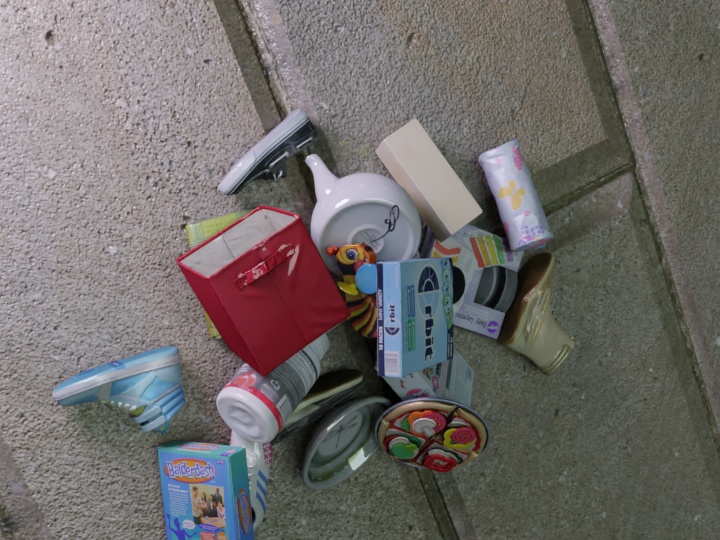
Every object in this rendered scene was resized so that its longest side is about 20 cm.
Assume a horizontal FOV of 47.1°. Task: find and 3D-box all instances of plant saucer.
[{"bbox_3d":[-0.031,0.283,1.410,0.199,0.050,0.201,-31,143,-27],"label":"plant saucer"}]

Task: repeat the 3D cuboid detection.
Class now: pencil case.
[{"bbox_3d":[0.283,-0.134,1.506,0.082,0.091,0.202,-21,82,17],"label":"pencil case"}]

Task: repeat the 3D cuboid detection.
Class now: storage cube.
[{"bbox_3d":[-0.150,0.025,1.275,0.170,0.200,0.181,-35,112,-18],"label":"storage cube"}]

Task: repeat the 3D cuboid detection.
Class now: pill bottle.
[{"bbox_3d":[-0.133,0.170,1.332,0.111,0.110,0.200,53,48,-17],"label":"pill bottle"}]

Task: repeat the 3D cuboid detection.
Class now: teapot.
[{"bbox_3d":[0.009,-0.087,1.389,0.195,0.147,0.201,-3,126,-4],"label":"teapot"}]

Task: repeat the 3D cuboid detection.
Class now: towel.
[{"bbox_3d":[-0.202,0.007,1.366,0.142,0.023,0.202,-16,99,-21],"label":"towel"}]

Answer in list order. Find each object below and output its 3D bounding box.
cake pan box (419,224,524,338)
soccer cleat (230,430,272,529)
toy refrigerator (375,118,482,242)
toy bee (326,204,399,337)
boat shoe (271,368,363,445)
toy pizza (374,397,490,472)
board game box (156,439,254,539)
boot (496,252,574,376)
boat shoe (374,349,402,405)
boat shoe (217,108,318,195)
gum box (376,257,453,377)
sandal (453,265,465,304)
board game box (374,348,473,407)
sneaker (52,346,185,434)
[{"bbox_3d":[0.195,0.014,1.521,0.199,0.052,0.186,20,88,-23],"label":"cake pan box"},{"bbox_3d":[-0.183,0.338,1.343,0.069,0.086,0.202,3,102,10],"label":"soccer cleat"},{"bbox_3d":[0.118,-0.155,1.441,0.076,0.070,0.201,-36,89,-17],"label":"toy refrigerator"},{"bbox_3d":[0.000,0.000,1.310,0.108,0.131,0.202,9,78,21],"label":"toy bee"},{"bbox_3d":[-0.082,0.232,1.411,0.198,0.073,0.065,-23,107,-10],"label":"boat shoe"},{"bbox_3d":[0.122,0.288,1.407,0.199,0.200,0.032,32,39,-21],"label":"toy pizza"},{"bbox_3d":[-0.243,0.376,1.307,0.045,0.151,0.202,-15,103,-59],"label":"board game box"},{"bbox_3d":[0.355,0.084,1.583,0.155,0.073,0.201,36,69,-27],"label":"boot"},{"bbox_3d":[0.076,0.219,1.480,0.066,0.070,0.200,-30,114,21],"label":"boat shoe"},{"bbox_3d":[-0.144,-0.181,1.350,0.200,0.072,0.071,-44,104,-16],"label":"boat shoe"},{"bbox_3d":[0.090,0.068,1.306,0.199,0.044,0.172,-5,95,-61],"label":"gum box"},{"bbox_3d":[0.105,0.024,1.425,0.199,0.045,0.076,-2,106,-39],"label":"sandal"},{"bbox_3d":[0.116,0.174,1.440,0.200,0.064,0.148,51,31,-25],"label":"board game box"},{"bbox_3d":[-0.363,0.206,1.280,0.198,0.079,0.132,-16,98,-20],"label":"sneaker"}]
